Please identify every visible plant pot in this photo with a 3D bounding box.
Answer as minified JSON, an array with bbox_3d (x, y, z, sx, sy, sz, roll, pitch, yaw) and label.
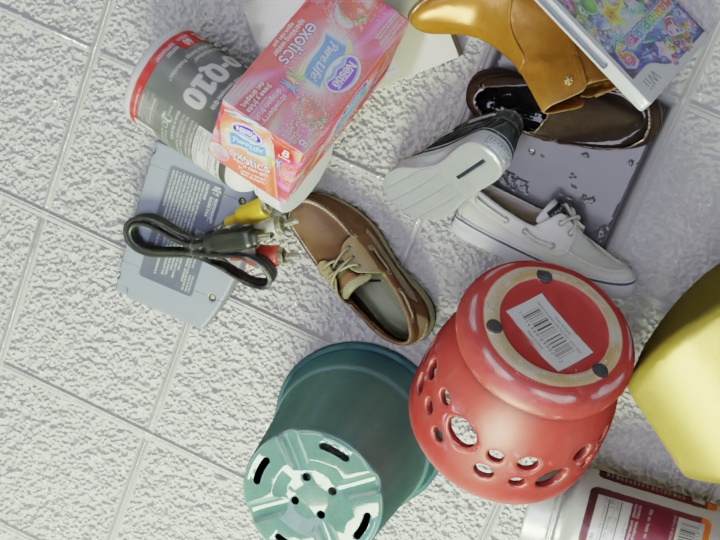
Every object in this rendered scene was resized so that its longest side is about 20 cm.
[{"bbox_3d":[-0.024,0.202,1.631,0.200,0.196,0.200,5,108,14],"label":"plant pot"},{"bbox_3d":[0.165,0.102,1.517,0.200,0.200,0.183,29,140,5],"label":"plant pot"},{"bbox_3d":[0.377,0.095,1.498,0.200,0.196,0.194,-31,96,29],"label":"plant pot"}]

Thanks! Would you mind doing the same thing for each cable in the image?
[{"bbox_3d":[-0.156,-0.028,1.656,0.200,0.050,0.097,-2,113,29],"label":"cable"}]

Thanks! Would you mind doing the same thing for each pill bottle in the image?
[{"bbox_3d":[0.272,0.274,1.613,0.200,0.114,0.114,16,110,11],"label":"pill bottle"},{"bbox_3d":[-0.133,-0.153,1.583,0.200,0.114,0.114,34,112,15],"label":"pill bottle"}]

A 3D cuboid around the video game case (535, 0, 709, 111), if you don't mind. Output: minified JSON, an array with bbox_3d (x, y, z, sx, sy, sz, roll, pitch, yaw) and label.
[{"bbox_3d":[0.230,-0.258,1.457,0.200,0.143,0.018,46,139,-1],"label":"video game case"}]

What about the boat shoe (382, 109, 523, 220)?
[{"bbox_3d":[0.099,-0.105,1.554,0.072,0.071,0.200,51,148,-13],"label":"boat shoe"}]

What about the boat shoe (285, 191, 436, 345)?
[{"bbox_3d":[0.000,0.000,1.628,0.200,0.074,0.076,44,112,1],"label":"boat shoe"}]

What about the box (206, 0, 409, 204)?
[{"bbox_3d":[-0.050,-0.178,1.488,0.095,0.200,0.103,34,149,4],"label":"box"}]

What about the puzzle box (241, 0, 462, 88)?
[{"bbox_3d":[-0.010,-0.248,1.585,0.200,0.025,0.133,-18,101,20],"label":"puzzle box"}]

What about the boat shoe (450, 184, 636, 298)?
[{"bbox_3d":[0.193,-0.037,1.571,0.200,0.071,0.070,25,114,14],"label":"boat shoe"}]

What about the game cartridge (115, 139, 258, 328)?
[{"bbox_3d":[-0.183,-0.043,1.689,0.133,0.042,0.200,21,110,4],"label":"game cartridge"}]

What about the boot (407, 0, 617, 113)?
[{"bbox_3d":[0.155,-0.216,1.488,0.201,0.071,0.144,-13,71,5],"label":"boot"}]

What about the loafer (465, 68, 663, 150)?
[{"bbox_3d":[0.198,-0.153,1.530,0.200,0.071,0.073,7,108,14],"label":"loafer"}]
